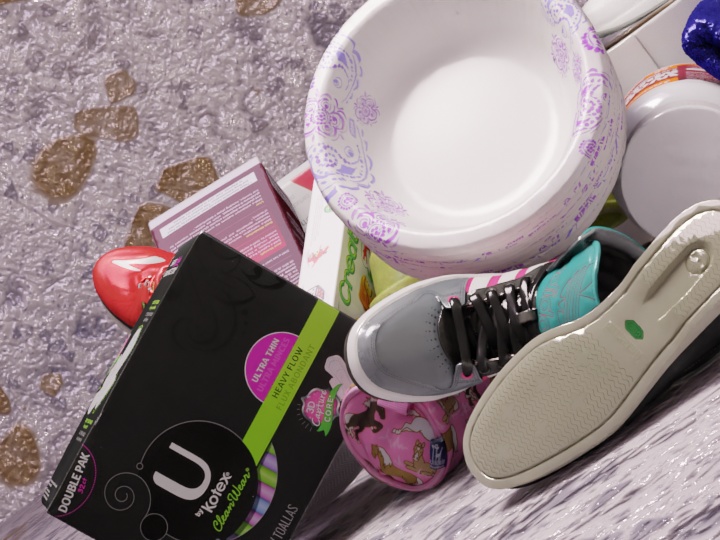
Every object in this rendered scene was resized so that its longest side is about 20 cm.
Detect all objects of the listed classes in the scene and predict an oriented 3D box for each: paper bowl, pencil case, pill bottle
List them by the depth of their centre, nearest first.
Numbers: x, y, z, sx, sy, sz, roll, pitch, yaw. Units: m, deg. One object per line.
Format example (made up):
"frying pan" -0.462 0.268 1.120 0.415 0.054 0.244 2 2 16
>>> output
"pencil case" 0.072 0.057 1.356 0.086 0.083 0.200 -14 18 46
"paper bowl" 0.072 -0.088 1.368 0.200 0.201 0.104 -36 -29 5
"pill bottle" 0.221 -0.077 1.434 0.109 0.110 0.200 -35 4 13

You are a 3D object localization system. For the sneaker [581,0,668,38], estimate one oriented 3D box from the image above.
"sneaker" 0.228 -0.250 1.598 0.200 0.080 0.070 -41 5 -3

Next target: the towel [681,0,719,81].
"towel" 0.293 -0.142 1.457 0.050 0.147 0.200 -66 -8 21

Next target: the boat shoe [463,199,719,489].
"boat shoe" 0.140 0.050 1.113 0.200 0.072 0.068 -42 -34 15

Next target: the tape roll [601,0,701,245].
"tape roll" 0.242 -0.128 1.640 0.202 0.139 0.203 -36 5 3

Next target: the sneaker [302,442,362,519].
"sneaker" -0.080 0.131 1.535 0.200 0.074 0.116 -34 43 29

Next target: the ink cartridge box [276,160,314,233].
"ink cartridge box" 0.012 -0.007 1.784 0.145 0.200 0.083 -35 7 18

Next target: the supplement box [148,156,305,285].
"supplement box" -0.084 0.015 1.656 0.108 0.061 0.200 -31 45 6

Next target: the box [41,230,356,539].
"box" -0.095 0.098 1.379 0.201 0.148 0.124 -62 8 -7

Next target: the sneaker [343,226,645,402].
"sneaker" 0.099 0.029 1.237 0.199 0.084 0.121 -13 -6 -24

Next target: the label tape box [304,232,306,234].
"label tape box" -0.055 0.070 1.686 0.144 0.063 0.200 -36 42 -1

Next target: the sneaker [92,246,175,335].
"sneaker" -0.134 0.019 1.580 0.200 0.085 0.077 27 71 40

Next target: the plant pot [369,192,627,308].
"plant pot" 0.068 -0.088 1.520 0.199 0.185 0.200 -20 -8 -3

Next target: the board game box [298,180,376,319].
"board game box" 0.000 0.000 1.573 0.034 0.126 0.201 -11 48 22
